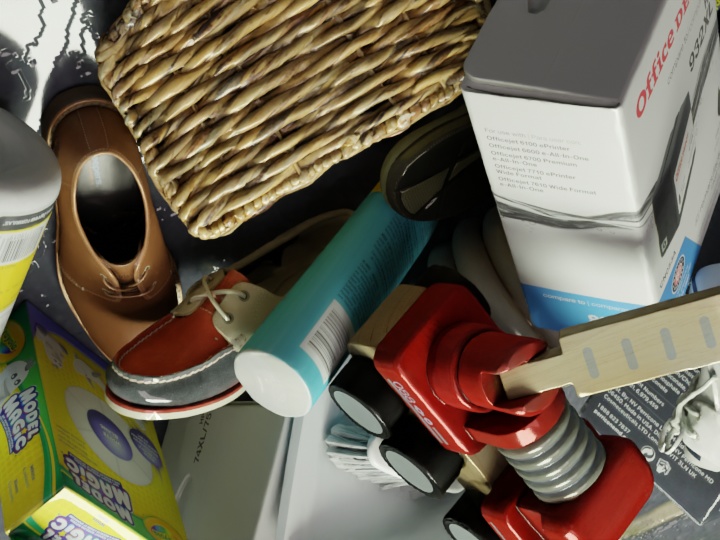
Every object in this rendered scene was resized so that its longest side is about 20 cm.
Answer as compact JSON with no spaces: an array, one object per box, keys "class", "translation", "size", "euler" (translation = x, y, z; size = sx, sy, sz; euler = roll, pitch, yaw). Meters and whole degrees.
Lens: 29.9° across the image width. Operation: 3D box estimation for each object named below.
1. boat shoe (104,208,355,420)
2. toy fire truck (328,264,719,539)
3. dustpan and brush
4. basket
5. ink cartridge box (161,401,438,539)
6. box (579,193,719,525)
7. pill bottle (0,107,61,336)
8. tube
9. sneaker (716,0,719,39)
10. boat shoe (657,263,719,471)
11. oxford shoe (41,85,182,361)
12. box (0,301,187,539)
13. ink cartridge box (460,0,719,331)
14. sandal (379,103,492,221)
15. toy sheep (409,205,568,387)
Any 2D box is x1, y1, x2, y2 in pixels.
[{"class":"boat shoe","translation":[-0.070,0.023,0.801],"size":[0.200,0.071,0.063],"euler":[-28,138,-39]},{"class":"toy fire truck","translation":[0.110,0.078,0.716],"size":[0.129,0.200,0.176],"euler":[-47,114,-20]},{"class":"dustpan and brush","translation":[0.053,0.124,0.826],"size":[0.199,0.140,0.057],"euler":[22,158,-34]},{"class":"basket","translation":[-0.038,-0.125,0.748],"size":[0.199,0.149,0.143],"euler":[-30,96,2]},{"class":"ink cartridge box","translation":[-0.028,0.185,0.887],"size":[0.199,0.146,0.147],"euler":[25,70,-33]},{"class":"box","translation":[0.284,0.047,0.915],"size":[0.196,0.117,0.201],"euler":[-6,130,-48]},{"class":"pill bottle","translation":[-0.246,0.009,0.733],"size":[0.112,0.112,0.201],"euler":[15,118,-29]},{"class":"tube","translation":[0.000,0.000,0.796],"size":[0.200,0.050,0.078],"euler":[-52,153,-37]},{"class":"sneaker","translation":[0.161,-0.176,0.761],"size":[0.200,0.082,0.074],"euler":[32,87,-35]},{"class":"boat shoe","translation":[0.214,0.094,0.799],"size":[0.086,0.075,0.203],"euler":[-17,112,26]},{"class":"oxford shoe","translation":[-0.143,-0.004,0.791],"size":[0.071,0.071,0.201],"euler":[-18,130,-10]},{"class":"box","translation":[-0.160,0.116,0.786],"size":[0.048,0.200,0.117],"euler":[-38,129,9]},{"class":"ink cartridge box","translation":[0.133,-0.076,0.715],"size":[0.145,0.083,0.200],"euler":[-63,149,-28]},{"class":"sandal","translation":[0.090,-0.092,0.816],"size":[0.200,0.057,0.080],"euler":[-19,129,-28]},{"class":"toy sheep","translation":[0.097,0.024,0.866],"size":[0.200,0.138,0.138],"euler":[-39,128,16]}]
